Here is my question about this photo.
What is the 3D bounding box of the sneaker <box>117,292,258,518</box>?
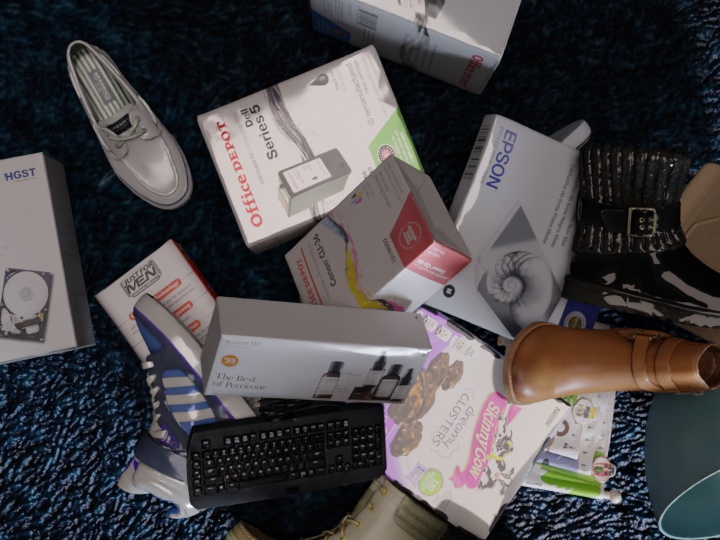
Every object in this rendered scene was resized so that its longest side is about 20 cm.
[{"bbox_3d":[-0.193,0.141,0.879,0.146,0.081,0.201,-40,96,-8],"label":"sneaker"}]

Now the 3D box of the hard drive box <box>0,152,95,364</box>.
[{"bbox_3d":[-0.375,-0.005,0.948,0.154,0.077,0.203,-12,87,-2],"label":"hard drive box"}]

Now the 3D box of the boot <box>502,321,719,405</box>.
[{"bbox_3d":[0.239,0.087,0.847,0.199,0.154,0.075,-12,101,-43],"label":"boot"}]

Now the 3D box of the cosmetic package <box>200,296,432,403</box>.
[{"bbox_3d":[-0.041,0.077,0.840,0.197,0.051,0.083,5,130,-20],"label":"cosmetic package"}]

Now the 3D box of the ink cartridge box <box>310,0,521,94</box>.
[{"bbox_3d":[0.054,-0.269,0.934,0.198,0.145,0.085,21,86,0],"label":"ink cartridge box"}]

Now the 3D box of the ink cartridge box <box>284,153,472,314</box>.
[{"bbox_3d":[0.000,0.000,0.901,0.200,0.067,0.117,-43,51,24],"label":"ink cartridge box"}]

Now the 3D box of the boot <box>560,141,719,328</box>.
[{"bbox_3d":[0.297,-0.033,0.856,0.208,0.079,0.160,12,95,9],"label":"boot"}]

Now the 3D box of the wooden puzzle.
[{"bbox_3d":[0.392,-0.005,0.932,0.185,0.037,0.199,-50,48,-8],"label":"wooden puzzle"}]

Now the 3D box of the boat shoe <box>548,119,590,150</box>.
[{"bbox_3d":[0.187,-0.063,0.971,0.200,0.071,0.091,-44,101,-3],"label":"boat shoe"}]

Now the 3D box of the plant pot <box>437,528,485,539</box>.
[{"bbox_3d":[0.141,0.387,0.845,0.176,0.199,0.201,27,86,40],"label":"plant pot"}]

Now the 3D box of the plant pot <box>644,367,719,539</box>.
[{"bbox_3d":[0.368,0.161,0.914,0.197,0.201,0.136,-13,52,-2],"label":"plant pot"}]

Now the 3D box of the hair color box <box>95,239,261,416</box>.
[{"bbox_3d":[-0.174,0.078,0.955,0.101,0.061,0.201,-36,89,-2],"label":"hair color box"}]

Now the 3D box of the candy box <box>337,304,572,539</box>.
[{"bbox_3d":[0.088,0.149,0.942,0.199,0.072,0.169,34,89,6],"label":"candy box"}]

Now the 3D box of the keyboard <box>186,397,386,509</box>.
[{"bbox_3d":[-0.065,0.160,0.857,0.197,0.040,0.106,-5,89,-24],"label":"keyboard"}]

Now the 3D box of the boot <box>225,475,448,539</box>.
[{"bbox_3d":[-0.023,0.272,0.944,0.199,0.072,0.156,32,88,-5],"label":"boot"}]

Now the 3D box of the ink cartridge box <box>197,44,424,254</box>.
[{"bbox_3d":[-0.051,-0.122,0.955,0.198,0.084,0.147,-23,88,-2],"label":"ink cartridge box"}]

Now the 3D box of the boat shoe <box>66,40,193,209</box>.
[{"bbox_3d":[-0.251,-0.150,0.961,0.073,0.067,0.201,-38,89,-2],"label":"boat shoe"}]

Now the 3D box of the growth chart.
[{"bbox_3d":[0.213,0.142,0.982,0.143,0.018,0.203,4,86,0],"label":"growth chart"}]

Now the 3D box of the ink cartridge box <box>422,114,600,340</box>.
[{"bbox_3d":[0.180,-0.026,0.917,0.198,0.041,0.202,20,92,-14],"label":"ink cartridge box"}]
